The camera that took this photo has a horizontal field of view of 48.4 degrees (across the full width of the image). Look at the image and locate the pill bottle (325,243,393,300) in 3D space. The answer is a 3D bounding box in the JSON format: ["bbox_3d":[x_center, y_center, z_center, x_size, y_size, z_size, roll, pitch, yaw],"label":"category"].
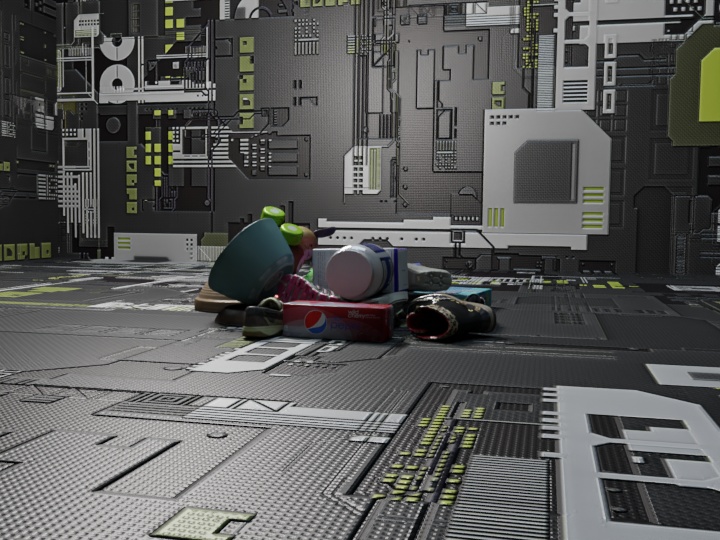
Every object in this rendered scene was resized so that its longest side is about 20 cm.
[{"bbox_3d":[-0.002,0.002,1.648,0.116,0.116,0.200,2,2,12],"label":"pill bottle"}]

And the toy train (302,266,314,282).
[{"bbox_3d":[-0.111,0.023,1.866,0.042,0.056,0.200,21,27,14],"label":"toy train"}]

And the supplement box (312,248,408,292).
[{"bbox_3d":[0.000,0.000,1.807,0.200,0.104,0.101,-1,1,15],"label":"supplement box"}]

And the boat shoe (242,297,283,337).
[{"bbox_3d":[-0.167,0.086,1.535,0.072,0.066,0.201,4,6,17],"label":"boat shoe"}]

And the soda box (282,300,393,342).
[{"bbox_3d":[-0.042,0.093,1.485,0.200,0.064,0.070,1,4,18],"label":"soda box"}]

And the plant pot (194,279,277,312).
[{"bbox_3d":[-0.301,0.046,1.938,0.200,0.093,0.201,0,4,0],"label":"plant pot"}]

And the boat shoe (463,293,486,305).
[{"bbox_3d":[0.237,0.082,1.676,0.070,0.066,0.200,2,4,18],"label":"boat shoe"}]

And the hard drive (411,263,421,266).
[{"bbox_3d":[0.059,0.017,1.996,0.200,0.025,0.132,-6,15,-3],"label":"hard drive"}]

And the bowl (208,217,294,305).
[{"bbox_3d":[-0.219,-0.002,1.717,0.105,0.201,0.201,41,16,13],"label":"bowl"}]

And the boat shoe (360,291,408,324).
[{"bbox_3d":[0.051,0.082,1.657,0.071,0.064,0.200,-11,0,22],"label":"boat shoe"}]

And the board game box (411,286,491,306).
[{"bbox_3d":[0.228,0.072,1.986,0.151,0.047,0.200,2,4,23],"label":"board game box"}]

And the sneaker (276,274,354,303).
[{"bbox_3d":[-0.084,0.067,1.675,0.200,0.074,0.087,21,1,27],"label":"sneaker"}]

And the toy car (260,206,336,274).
[{"bbox_3d":[-0.145,-0.050,1.901,0.200,0.164,0.158,-3,34,-40],"label":"toy car"}]

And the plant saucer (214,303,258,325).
[{"bbox_3d":[-0.211,0.093,1.714,0.200,0.032,0.200,2,4,0],"label":"plant saucer"}]

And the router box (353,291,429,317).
[{"bbox_3d":[0.034,0.076,1.831,0.200,0.052,0.157,-2,4,-33],"label":"router box"}]

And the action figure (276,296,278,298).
[{"bbox_3d":[-0.176,0.061,2.110,0.200,0.052,0.065,-4,10,-33],"label":"action figure"}]

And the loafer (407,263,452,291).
[{"bbox_3d":[0.115,0.017,1.885,0.200,0.070,0.070,10,-4,-2],"label":"loafer"}]

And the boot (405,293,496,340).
[{"bbox_3d":[0.140,0.090,1.535,0.200,0.073,0.150,11,9,39],"label":"boot"}]
